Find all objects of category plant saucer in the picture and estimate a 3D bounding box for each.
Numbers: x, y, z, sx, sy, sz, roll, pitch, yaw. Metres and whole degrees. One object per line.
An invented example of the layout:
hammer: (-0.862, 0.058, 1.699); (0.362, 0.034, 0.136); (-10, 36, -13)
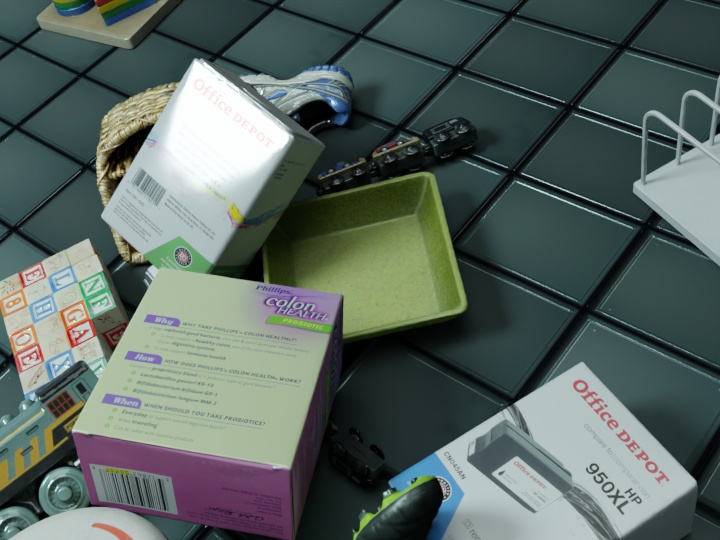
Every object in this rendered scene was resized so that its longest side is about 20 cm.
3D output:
plant saucer: (0.000, 0.000, 0.967); (0.198, 0.048, 0.201); (-13, 49, 4)

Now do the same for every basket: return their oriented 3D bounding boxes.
basket: (-0.198, -0.119, 1.055); (0.198, 0.143, 0.150); (-11, 48, 6)

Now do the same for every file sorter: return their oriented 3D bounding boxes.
file sorter: (0.398, -0.128, 0.921); (0.199, 0.125, 0.139); (-29, 50, -11)

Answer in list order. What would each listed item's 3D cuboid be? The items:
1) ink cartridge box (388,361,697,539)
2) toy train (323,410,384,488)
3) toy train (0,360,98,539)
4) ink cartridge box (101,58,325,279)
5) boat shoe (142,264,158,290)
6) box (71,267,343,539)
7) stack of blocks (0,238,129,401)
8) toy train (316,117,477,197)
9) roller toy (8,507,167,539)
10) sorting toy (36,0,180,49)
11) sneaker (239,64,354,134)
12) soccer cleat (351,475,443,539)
ink cartridge box: (0.145, 0.189, 0.745); (0.199, 0.084, 0.145); (-29, 49, -11)
toy train: (-0.053, 0.138, 0.867); (0.034, 0.046, 0.200); (-32, 50, -33)
toy train: (-0.288, 0.175, 0.846); (0.200, 0.085, 0.114); (-38, 90, -16)
ink cartridge box: (-0.153, -0.093, 0.961); (0.145, 0.084, 0.201); (39, 104, 17)
boat shoe: (-0.192, 0.074, 0.947); (0.066, 0.070, 0.200); (-28, 57, -12)
box: (-0.118, 0.107, 0.791); (0.174, 0.097, 0.201); (8, 41, 7)
stack of blocks: (-0.304, 0.070, 0.979); (0.115, 0.059, 0.200); (-26, 49, -9)
toy train: (0.039, -0.130, 1.067); (0.199, 0.034, 0.046); (-23, 41, -7)
roller toy: (-0.212, 0.292, 0.715); (0.182, 0.140, 0.200); (-27, 41, -17)
sorting toy: (-0.377, -0.445, 1.426); (0.199, 0.070, 0.199); (18, 57, 27)
sneaker: (-0.102, -0.195, 1.142); (0.198, 0.077, 0.086); (-14, 53, 3)
soccer cleat: (0.017, 0.236, 0.695); (0.081, 0.201, 0.067); (45, 31, 26)
